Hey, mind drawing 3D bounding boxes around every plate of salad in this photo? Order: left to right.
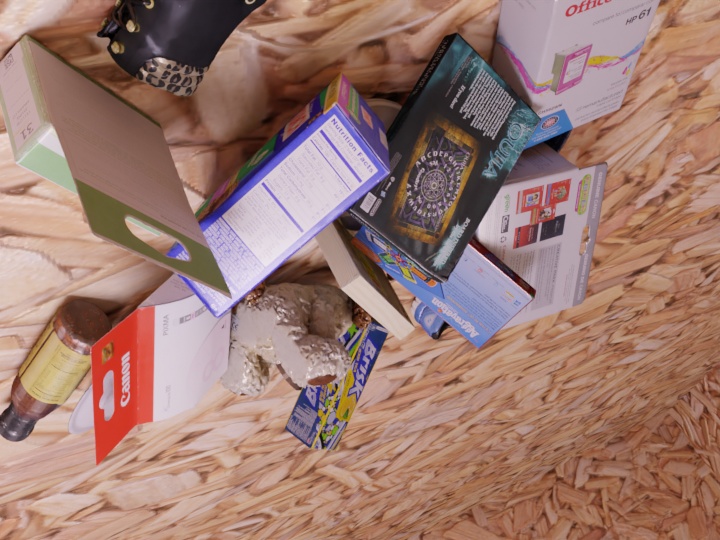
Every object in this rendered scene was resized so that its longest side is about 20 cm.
[{"bbox_3d":[-0.268,0.108,0.830,0.201,0.048,0.200,-49,175,-6],"label":"plate of salad"}]

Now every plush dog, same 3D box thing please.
[{"bbox_3d":[-0.080,0.065,0.916,0.196,0.165,0.170,-15,177,34],"label":"plush dog"}]

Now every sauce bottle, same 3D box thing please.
[{"bbox_3d":[-0.349,0.118,0.793,0.065,0.067,0.200,10,134,-48],"label":"sauce bottle"}]

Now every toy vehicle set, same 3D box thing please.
[{"bbox_3d":[0.000,0.000,0.869,0.026,0.126,0.200,-32,150,8],"label":"toy vehicle set"}]

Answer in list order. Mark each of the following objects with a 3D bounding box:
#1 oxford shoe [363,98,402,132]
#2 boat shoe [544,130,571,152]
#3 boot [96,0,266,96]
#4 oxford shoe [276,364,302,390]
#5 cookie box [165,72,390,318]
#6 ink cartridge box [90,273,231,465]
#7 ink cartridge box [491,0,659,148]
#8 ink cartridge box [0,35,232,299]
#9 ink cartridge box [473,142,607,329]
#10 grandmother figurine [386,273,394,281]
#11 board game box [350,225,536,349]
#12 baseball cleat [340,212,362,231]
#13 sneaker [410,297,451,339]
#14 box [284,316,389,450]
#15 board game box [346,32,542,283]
[{"bbox_3d":[0.045,-0.131,0.784,0.075,0.059,0.198,-40,148,21],"label":"oxford shoe"},{"bbox_3d":[0.210,-0.142,0.914,0.072,0.072,0.202,-18,149,-56],"label":"boat shoe"},{"bbox_3d":[-0.144,-0.210,0.479,0.153,0.075,0.201,-42,149,24],"label":"boot"},{"bbox_3d":[-0.065,0.163,1.112,0.071,0.072,0.201,-35,149,0],"label":"oxford shoe"},{"bbox_3d":[-0.069,-0.076,0.647,0.199,0.172,0.075,-39,107,14],"label":"cookie box"},{"bbox_3d":[-0.203,0.094,0.757,0.201,0.056,0.166,-60,165,-55],"label":"ink cartridge box"},{"bbox_3d":[0.221,-0.245,0.744,0.141,0.086,0.202,-23,148,-12],"label":"ink cartridge box"},{"bbox_3d":[-0.184,-0.064,0.528,0.047,0.203,0.145,-35,150,13],"label":"ink cartridge box"},{"bbox_3d":[0.194,-0.040,0.857,0.171,0.084,0.205,-13,125,-18],"label":"ink cartridge box"},{"bbox_3d":[0.132,-0.029,0.974,0.195,0.060,0.125,1,104,-25],"label":"grandmother figurine"},{"bbox_3d":[0.091,-0.005,0.803,0.103,0.199,0.020,-48,-176,37],"label":"board game box"},{"bbox_3d":[0.068,-0.042,0.878,0.194,0.070,0.110,-6,106,-20],"label":"baseball cleat"},{"bbox_3d":[0.183,0.051,1.146,0.196,0.090,0.079,-28,152,-4],"label":"sneaker"},{"bbox_3d":[-0.034,0.159,1.048,0.070,0.063,0.204,24,91,-55],"label":"box"},{"bbox_3d":[0.085,-0.108,0.708,0.134,0.028,0.203,35,84,-25],"label":"board game box"}]
